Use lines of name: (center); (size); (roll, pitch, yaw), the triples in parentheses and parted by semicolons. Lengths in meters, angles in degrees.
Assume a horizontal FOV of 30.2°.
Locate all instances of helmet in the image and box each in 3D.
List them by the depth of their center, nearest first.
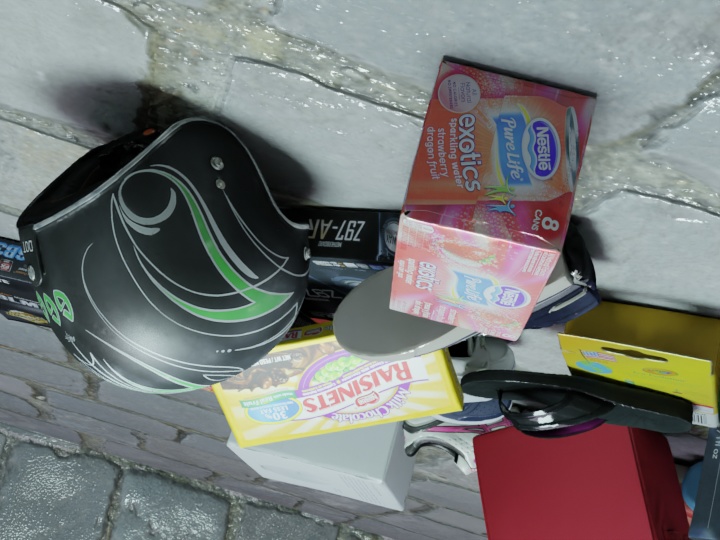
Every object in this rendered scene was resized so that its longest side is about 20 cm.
helmet: (-0.137, -0.003, 0.987); (0.200, 0.200, 0.191); (-7, 123, 52)

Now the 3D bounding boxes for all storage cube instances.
storage cube: (0.241, 0.257, 1.404); (0.200, 0.180, 0.171); (-20, 149, 21)

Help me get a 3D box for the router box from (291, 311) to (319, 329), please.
router box: (-0.127, 0.029, 1.218); (0.200, 0.052, 0.157); (24, 171, 40)

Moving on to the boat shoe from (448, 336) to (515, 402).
boat shoe: (0.088, 0.078, 1.203); (0.074, 0.067, 0.200); (31, -155, 26)

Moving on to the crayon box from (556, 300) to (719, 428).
crayon box: (0.243, 0.075, 1.126); (0.127, 0.051, 0.200); (10, 163, 18)

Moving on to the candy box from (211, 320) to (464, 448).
candy box: (-0.023, 0.089, 1.107); (0.200, 0.026, 0.102); (-12, 124, 14)

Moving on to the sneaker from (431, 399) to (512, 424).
sneaker: (0.074, 0.100, 1.327); (0.200, 0.070, 0.108); (22, 164, -11)

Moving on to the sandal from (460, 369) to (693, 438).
sandal: (0.182, 0.121, 1.139); (0.200, 0.048, 0.075); (9, 160, 7)

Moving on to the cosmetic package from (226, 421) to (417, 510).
cosmetic package: (-0.037, 0.208, 1.682); (0.200, 0.123, 0.199); (13, 163, 13)

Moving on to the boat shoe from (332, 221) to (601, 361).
boat shoe: (0.085, 0.028, 0.995); (0.200, 0.075, 0.093); (-19, 153, 21)

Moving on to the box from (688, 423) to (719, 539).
box: (0.408, 0.185, 1.160); (0.107, 0.149, 0.200); (28, 159, -37)

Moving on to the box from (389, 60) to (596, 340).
box: (0.077, -0.035, 0.836); (0.095, 0.103, 0.200); (15, 162, 4)

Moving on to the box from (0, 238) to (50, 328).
box: (-0.342, 0.025, 1.506); (0.200, 0.050, 0.199); (12, 164, 11)

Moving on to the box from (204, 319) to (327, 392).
box: (-0.088, 0.094, 1.408); (0.200, 0.096, 0.100); (17, 164, -4)

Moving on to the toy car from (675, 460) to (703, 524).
toy car: (0.350, 0.329, 1.584); (0.177, 0.200, 0.184); (12, 163, 12)

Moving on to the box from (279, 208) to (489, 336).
box: (0.000, 0.000, 1.118); (0.200, 0.044, 0.160); (5, 160, 33)

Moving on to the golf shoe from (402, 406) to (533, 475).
golf shoe: (0.147, 0.197, 1.537); (0.200, 0.092, 0.073); (13, 162, 6)
